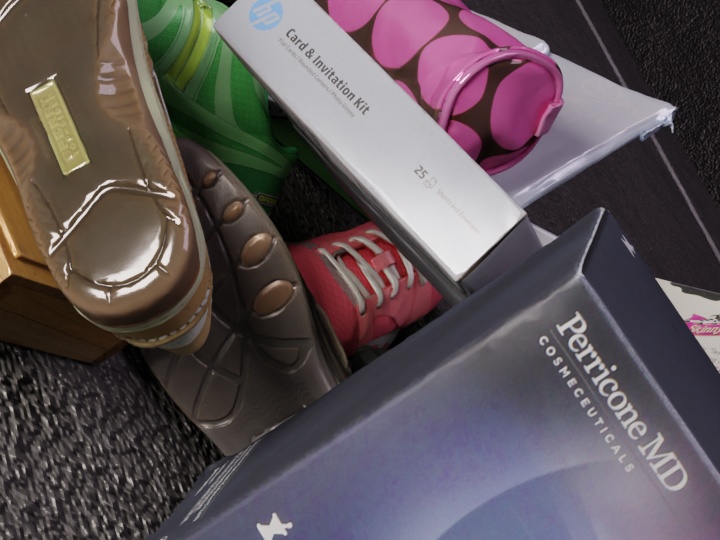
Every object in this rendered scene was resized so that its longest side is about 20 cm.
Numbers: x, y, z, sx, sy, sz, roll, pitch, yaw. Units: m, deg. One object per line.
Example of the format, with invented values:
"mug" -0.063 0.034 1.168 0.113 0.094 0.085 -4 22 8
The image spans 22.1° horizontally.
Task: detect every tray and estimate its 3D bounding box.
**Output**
"tray" -0.151 -0.064 0.701 0.201 0.037 0.098 62 16 22

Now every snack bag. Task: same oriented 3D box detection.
"snack bag" 0.062 -0.104 1.088 0.199 0.022 0.188 30 39 28

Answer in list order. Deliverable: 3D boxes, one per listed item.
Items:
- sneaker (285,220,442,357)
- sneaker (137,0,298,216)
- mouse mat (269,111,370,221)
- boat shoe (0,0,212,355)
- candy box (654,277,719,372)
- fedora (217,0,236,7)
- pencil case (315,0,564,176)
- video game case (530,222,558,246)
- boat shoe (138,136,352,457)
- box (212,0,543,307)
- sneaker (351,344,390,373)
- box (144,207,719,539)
"sneaker" 0.000 0.000 0.933 0.074 0.086 0.200 56 15 6
"sneaker" -0.091 -0.096 0.810 0.074 0.084 0.201 12 -36 41
"mouse mat" 0.030 -0.037 1.022 0.161 0.008 0.200 41 -11 -22
"boat shoe" -0.101 -0.057 0.673 0.076 0.071 0.202 57 14 -63
"candy box" 0.135 0.096 0.862 0.136 0.200 0.061 16 -40 47
"fedora" -0.102 -0.226 1.030 0.091 0.201 0.202 -10 61 -33
"pencil case" 0.034 -0.124 1.013 0.093 0.091 0.200 12 24 -36
"video game case" 0.126 0.019 1.110 0.199 0.023 0.182 27 -10 -2
"boat shoe" -0.044 0.039 0.774 0.073 0.074 0.201 -102 166 -83
"box" 0.026 -0.031 0.803 0.156 0.041 0.200 47 -2 23
"sneaker" 0.047 0.090 0.826 0.200 0.078 0.076 -131 -139 -62
"box" 0.058 0.120 0.658 0.201 0.198 0.123 54 15 -3
